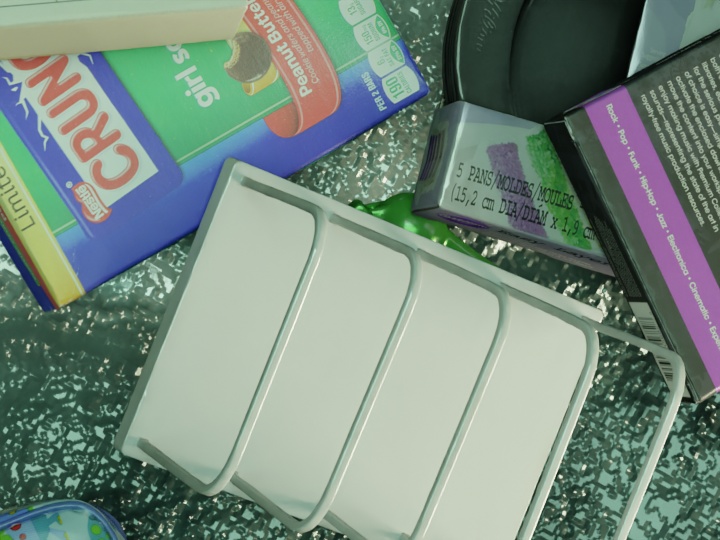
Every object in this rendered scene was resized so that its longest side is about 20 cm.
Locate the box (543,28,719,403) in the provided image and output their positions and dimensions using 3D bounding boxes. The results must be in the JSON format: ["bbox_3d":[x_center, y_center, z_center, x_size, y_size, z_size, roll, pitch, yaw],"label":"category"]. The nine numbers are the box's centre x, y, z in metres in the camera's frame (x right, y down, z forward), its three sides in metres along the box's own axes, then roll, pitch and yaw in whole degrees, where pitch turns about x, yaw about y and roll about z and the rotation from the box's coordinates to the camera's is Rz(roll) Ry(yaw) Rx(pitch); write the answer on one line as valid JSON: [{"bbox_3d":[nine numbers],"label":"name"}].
[{"bbox_3d":[0.199,-0.049,1.315,0.199,0.036,0.144,-27,97,-14],"label":"box"}]

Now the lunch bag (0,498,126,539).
[{"bbox_3d":[-0.156,0.210,1.293,0.160,0.082,0.201,-21,89,-6],"label":"lunch bag"}]

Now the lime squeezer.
[{"bbox_3d":[0.000,0.000,1.353,0.199,0.038,0.071,-6,117,-6],"label":"lime squeezer"}]

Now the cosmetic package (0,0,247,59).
[{"bbox_3d":[-0.154,-0.146,1.236,0.199,0.073,0.104,-4,83,-9],"label":"cosmetic package"}]

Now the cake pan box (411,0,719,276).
[{"bbox_3d":[0.132,-0.091,1.341,0.199,0.052,0.185,17,82,-14],"label":"cake pan box"}]

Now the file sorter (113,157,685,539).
[{"bbox_3d":[0.022,0.058,1.262,0.199,0.124,0.139,22,91,-24],"label":"file sorter"}]

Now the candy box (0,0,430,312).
[{"bbox_3d":[-0.098,-0.102,1.316,0.199,0.077,0.170,-31,92,-10],"label":"candy box"}]
